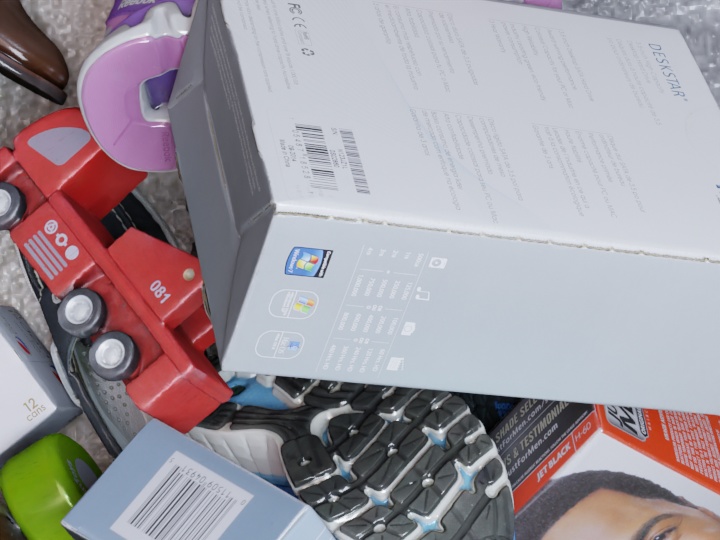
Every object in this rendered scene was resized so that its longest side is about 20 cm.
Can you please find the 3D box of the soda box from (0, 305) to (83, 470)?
[{"bbox_3d":[-0.228,0.099,1.013,0.200,0.068,0.064,-38,84,2],"label":"soda box"}]

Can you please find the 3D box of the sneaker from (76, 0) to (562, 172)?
[{"bbox_3d":[-0.019,-0.105,0.897,0.200,0.089,0.081,-10,126,-4],"label":"sneaker"}]

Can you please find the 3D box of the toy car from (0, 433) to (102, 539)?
[{"bbox_3d":[-0.149,0.199,0.917,0.164,0.200,0.158,-34,123,8],"label":"toy car"}]

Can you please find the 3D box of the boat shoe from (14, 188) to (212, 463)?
[{"bbox_3d":[-0.107,0.028,1.010,0.076,0.060,0.200,-32,85,3],"label":"boat shoe"}]

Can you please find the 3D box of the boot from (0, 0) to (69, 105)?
[{"bbox_3d":[-0.150,-0.204,1.029,0.186,0.064,0.200,41,87,8],"label":"boot"}]

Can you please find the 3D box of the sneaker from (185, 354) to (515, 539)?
[{"bbox_3d":[0.001,0.093,0.909,0.078,0.200,0.090,-37,123,-20],"label":"sneaker"}]

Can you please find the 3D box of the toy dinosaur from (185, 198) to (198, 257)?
[{"bbox_3d":[0.000,0.000,0.963,0.136,0.102,0.200,23,91,26],"label":"toy dinosaur"}]

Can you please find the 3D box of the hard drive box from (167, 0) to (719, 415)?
[{"bbox_3d":[0.041,-0.032,0.811,0.199,0.156,0.077,6,129,-18],"label":"hard drive box"}]

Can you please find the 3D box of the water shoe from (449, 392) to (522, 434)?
[{"bbox_3d":[0.088,0.057,0.957,0.079,0.200,0.072,3,52,-31],"label":"water shoe"}]

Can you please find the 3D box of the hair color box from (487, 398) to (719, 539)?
[{"bbox_3d":[0.142,0.118,0.920,0.200,0.061,0.102,28,121,-22],"label":"hair color box"}]

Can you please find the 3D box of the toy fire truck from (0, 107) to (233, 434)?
[{"bbox_3d":[-0.059,-0.011,0.905,0.141,0.049,0.200,-41,64,2],"label":"toy fire truck"}]

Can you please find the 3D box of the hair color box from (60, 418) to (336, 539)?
[{"bbox_3d":[-0.030,0.155,0.901,0.099,0.200,0.061,24,66,43],"label":"hair color box"}]
